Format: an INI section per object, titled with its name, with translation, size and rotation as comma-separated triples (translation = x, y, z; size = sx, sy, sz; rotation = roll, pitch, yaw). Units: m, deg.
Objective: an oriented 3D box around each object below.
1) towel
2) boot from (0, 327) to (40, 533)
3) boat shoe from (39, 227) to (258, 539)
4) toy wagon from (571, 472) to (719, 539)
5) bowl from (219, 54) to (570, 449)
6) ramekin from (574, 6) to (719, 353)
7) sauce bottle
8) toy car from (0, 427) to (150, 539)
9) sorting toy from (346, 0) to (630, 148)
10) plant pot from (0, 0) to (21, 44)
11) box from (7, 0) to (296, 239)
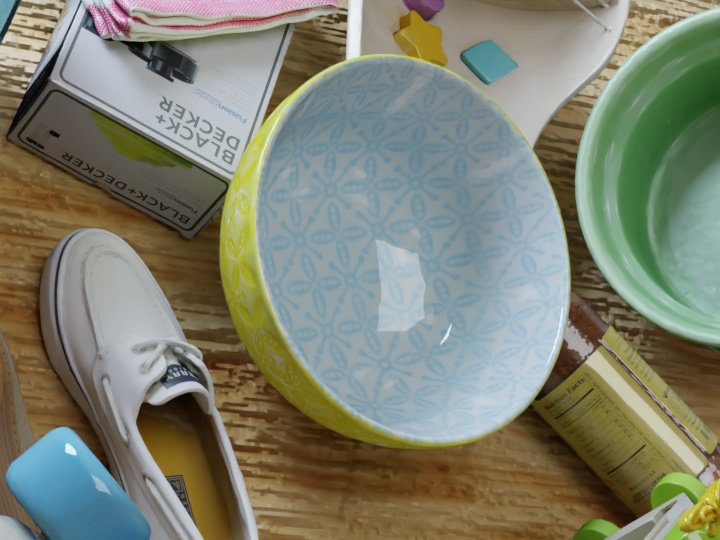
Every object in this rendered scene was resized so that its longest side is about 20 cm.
[towel]
translation = -0.106, -0.213, 1.209
size = 0.146, 0.030, 0.200
rotation = -12, 69, -38
[boot]
translation = -0.226, 0.082, 1.002
size = 0.166, 0.072, 0.200
rotation = -23, 81, -43
[boat shoe]
translation = -0.097, 0.062, 1.103
size = 0.071, 0.070, 0.200
rotation = -4, 66, -35
[toy wagon]
translation = 0.118, 0.158, 1.102
size = 0.040, 0.200, 0.155
rotation = 50, 48, -1
[bowl]
translation = 0.000, 0.000, 1.170
size = 0.200, 0.108, 0.201
rotation = 11, 71, -33
[ramekin]
translation = 0.230, -0.043, 1.305
size = 0.098, 0.200, 0.200
rotation = 37, 32, -67
[sauce bottle]
translation = 0.119, 0.054, 1.257
size = 0.200, 0.066, 0.066
rotation = 48, 48, 0
[toy car]
translation = -0.133, 0.199, 0.952
size = 0.184, 0.200, 0.177
rotation = -39, 66, -9
[sorting toy]
translation = 0.045, -0.129, 1.274
size = 0.200, 0.107, 0.180
rotation = 35, 49, -33
[plant pot]
translation = -0.264, -0.143, 1.073
size = 0.200, 0.141, 0.142
rotation = 26, 51, -9
[box]
translation = -0.099, -0.129, 1.223
size = 0.116, 0.060, 0.200
rotation = 30, 51, -15
